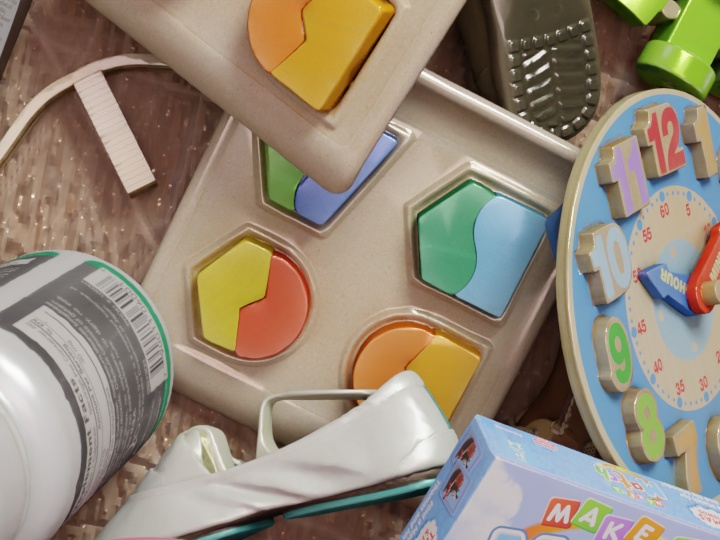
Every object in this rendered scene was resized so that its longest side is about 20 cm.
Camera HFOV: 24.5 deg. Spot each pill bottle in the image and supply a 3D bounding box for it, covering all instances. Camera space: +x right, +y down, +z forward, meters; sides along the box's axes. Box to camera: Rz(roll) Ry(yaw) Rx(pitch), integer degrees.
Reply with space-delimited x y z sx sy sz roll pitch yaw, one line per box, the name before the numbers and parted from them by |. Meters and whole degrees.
pill bottle | -0.161 0.064 0.714 0.112 0.200 0.114 2 102 11

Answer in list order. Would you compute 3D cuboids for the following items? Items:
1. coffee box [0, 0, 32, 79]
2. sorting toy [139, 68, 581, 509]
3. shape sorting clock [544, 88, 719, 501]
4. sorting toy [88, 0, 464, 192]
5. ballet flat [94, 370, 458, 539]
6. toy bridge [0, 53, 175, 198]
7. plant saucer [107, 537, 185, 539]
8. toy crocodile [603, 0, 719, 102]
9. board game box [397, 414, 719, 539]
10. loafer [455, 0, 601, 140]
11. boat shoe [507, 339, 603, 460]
coffee box | -0.246 -0.066 0.771 0.114 0.080 0.201 21 86 10
sorting toy | 0.000 0.000 0.799 0.184 0.036 0.201 26 102 -4
shape sorting clock | 0.154 0.013 0.786 0.199 0.039 0.201 13 73 -46
sorting toy | -0.034 -0.161 0.719 0.185 0.036 0.200 38 116 14
ballet flat | -0.049 0.096 0.790 0.199 0.069 0.070 -19 89 16
toy bridge | -0.121 -0.069 0.821 0.199 0.027 0.067 -27 89 -5
plant saucer | -0.110 0.198 0.764 0.199 0.051 0.201 -7 120 -12
toy crocodile | 0.202 -0.102 0.844 0.199 0.062 0.068 29 85 -9
board game box | 0.069 0.173 0.749 0.151 0.037 0.201 21 111 -23
loafer | 0.070 -0.162 0.808 0.076 0.067 0.201 -8 101 -27
boat shoe | 0.092 0.106 0.813 0.073 0.076 0.201 9 86 -2
